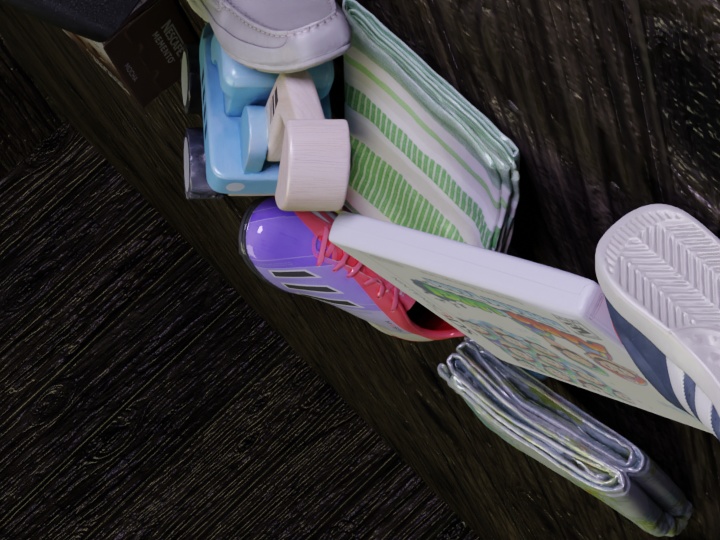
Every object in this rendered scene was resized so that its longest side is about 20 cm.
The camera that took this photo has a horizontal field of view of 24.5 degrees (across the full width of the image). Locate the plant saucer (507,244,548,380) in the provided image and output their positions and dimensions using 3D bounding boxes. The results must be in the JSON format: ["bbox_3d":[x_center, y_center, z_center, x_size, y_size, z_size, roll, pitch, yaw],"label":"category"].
[{"bbox_3d":[0.075,-0.007,1.176,0.200,0.036,0.200,47,173,8],"label":"plant saucer"}]

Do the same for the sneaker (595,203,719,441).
[{"bbox_3d":[0.186,0.058,0.766,0.200,0.075,0.085,55,175,27],"label":"sneaker"}]

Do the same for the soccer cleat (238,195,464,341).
[{"bbox_3d":[0.000,0.000,1.144,0.073,0.069,0.200,12,168,45],"label":"soccer cleat"}]

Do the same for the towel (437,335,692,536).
[{"bbox_3d":[0.151,0.128,1.222,0.171,0.048,0.200,35,177,27],"label":"towel"}]

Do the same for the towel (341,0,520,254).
[{"bbox_3d":[0.037,-0.057,1.025,0.153,0.023,0.200,45,159,22],"label":"towel"}]

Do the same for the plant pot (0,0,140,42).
[{"bbox_3d":[-0.182,-0.241,0.911,0.177,0.201,0.199,36,179,-31],"label":"plant pot"}]

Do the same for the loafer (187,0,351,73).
[{"bbox_3d":[-0.066,-0.172,0.983,0.200,0.070,0.070,40,150,52],"label":"loafer"}]

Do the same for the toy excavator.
[{"bbox_3d":[-0.052,-0.098,1.016,0.200,0.099,0.196,114,153,-64],"label":"toy excavator"}]

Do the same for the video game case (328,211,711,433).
[{"bbox_3d":[0.103,0.032,0.941,0.199,0.024,0.182,17,167,47],"label":"video game case"}]

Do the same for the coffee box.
[{"bbox_3d":[-0.246,-0.257,1.528,0.200,0.080,0.113,44,171,25],"label":"coffee box"}]

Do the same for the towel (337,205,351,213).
[{"bbox_3d":[-0.048,-0.115,1.214,0.201,0.023,0.144,61,173,0],"label":"towel"}]
